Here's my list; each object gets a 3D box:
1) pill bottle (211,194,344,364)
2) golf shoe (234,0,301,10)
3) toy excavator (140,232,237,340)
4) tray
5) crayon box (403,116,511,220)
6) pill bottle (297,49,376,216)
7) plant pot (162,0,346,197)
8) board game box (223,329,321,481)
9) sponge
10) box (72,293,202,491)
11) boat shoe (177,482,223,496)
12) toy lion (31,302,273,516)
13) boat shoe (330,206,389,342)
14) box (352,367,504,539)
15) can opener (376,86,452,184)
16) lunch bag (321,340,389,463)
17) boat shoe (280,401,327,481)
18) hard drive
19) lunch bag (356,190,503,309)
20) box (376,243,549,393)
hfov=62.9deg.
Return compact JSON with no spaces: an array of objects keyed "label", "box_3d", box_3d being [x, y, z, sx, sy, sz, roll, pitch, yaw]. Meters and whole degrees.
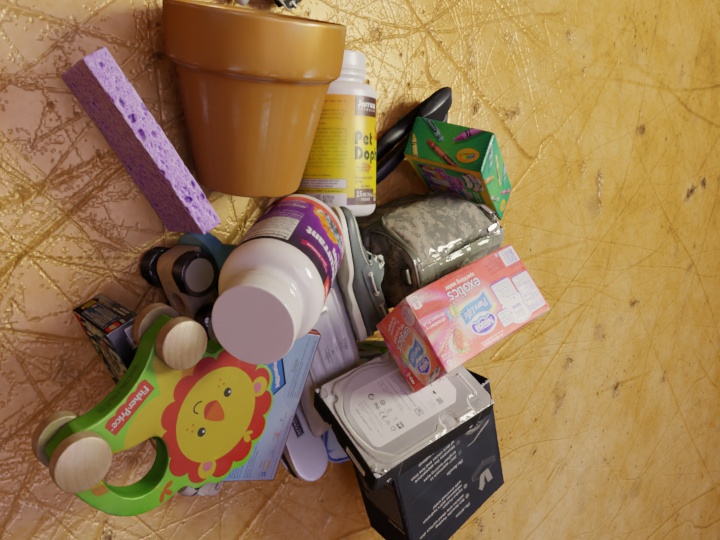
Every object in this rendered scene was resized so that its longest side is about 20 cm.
[{"label":"pill bottle","box_3d":[-0.084,0.005,0.620,0.201,0.108,0.114,-72,146,-62]},{"label":"golf shoe","box_3d":[-0.080,-0.377,0.742,0.196,0.077,0.090,-10,124,-35]},{"label":"toy excavator","box_3d":[-0.142,0.025,0.739,0.199,0.098,0.199,-36,119,-38]},{"label":"tray","box_3d":[-0.044,0.109,0.767,0.106,0.022,0.205,-29,113,-32]},{"label":"crayon box","box_3d":[0.150,-0.146,0.873,0.060,0.116,0.200,-68,156,-6]},{"label":"pill bottle","box_3d":[-0.031,-0.177,0.776,0.107,0.108,0.207,-7,102,-37]},{"label":"plant pot","box_3d":[-0.122,-0.191,0.664,0.196,0.199,0.189,-9,118,-36]},{"label":"board game box","box_3d":[-0.123,0.162,0.712,0.101,0.019,0.205,11,103,-36]},{"label":"sponge","box_3d":[-0.231,-0.127,0.623,0.030,0.110,0.203,-42,120,-25]},{"label":"box","box_3d":[-0.234,0.130,0.646,0.040,0.135,0.205,-34,116,-30]},{"label":"boat shoe","box_3d":[-0.169,0.192,0.750,0.065,0.071,0.205,24,84,-38]},{"label":"toy lion","box_3d":[-0.176,0.147,0.575,0.201,0.068,0.194,-52,133,-25]},{"label":"boat shoe","box_3d":[0.000,0.000,0.771,0.060,0.073,0.205,-22,125,-17]},{"label":"box","box_3d":[0.096,0.269,0.851,0.194,0.116,0.205,-30,120,-30]},{"label":"can opener","box_3d":[0.062,-0.200,0.884,0.199,0.063,0.079,-43,148,-14]},{"label":"lunch bag","box_3d":[0.006,0.193,0.883,0.196,0.081,0.166,-2,98,-38]},{"label":"boat shoe","box_3d":[-0.107,0.187,0.803,0.071,0.067,0.205,-24,91,-37]},{"label":"hard drive","box_3d":[0.056,0.168,0.748,0.196,0.140,0.039,-20,140,-30]},{"label":"lunch bag","box_3d":[0.093,-0.031,0.862,0.197,0.166,0.143,-23,111,-33]},{"label":"box","box_3d":[0.133,0.060,0.758,0.197,0.095,0.104,-25,76,-32]}]
